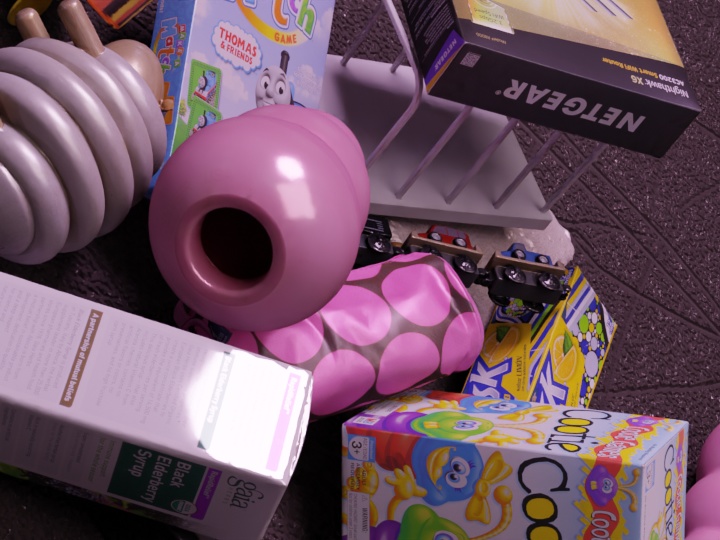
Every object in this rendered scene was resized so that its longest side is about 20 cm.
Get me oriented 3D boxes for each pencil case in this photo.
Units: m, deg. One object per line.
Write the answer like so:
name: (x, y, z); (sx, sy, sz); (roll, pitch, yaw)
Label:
pencil case: (-0.022, 0.044, 1.257); (0.199, 0.091, 0.094); (-13, 63, -33)

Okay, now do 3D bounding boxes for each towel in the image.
towel: (0.084, -0.025, 1.472); (0.133, 0.034, 0.200); (57, 42, -6)

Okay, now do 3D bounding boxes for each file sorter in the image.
file sorter: (0.066, -0.128, 1.397); (0.199, 0.125, 0.139); (4, 51, -36)

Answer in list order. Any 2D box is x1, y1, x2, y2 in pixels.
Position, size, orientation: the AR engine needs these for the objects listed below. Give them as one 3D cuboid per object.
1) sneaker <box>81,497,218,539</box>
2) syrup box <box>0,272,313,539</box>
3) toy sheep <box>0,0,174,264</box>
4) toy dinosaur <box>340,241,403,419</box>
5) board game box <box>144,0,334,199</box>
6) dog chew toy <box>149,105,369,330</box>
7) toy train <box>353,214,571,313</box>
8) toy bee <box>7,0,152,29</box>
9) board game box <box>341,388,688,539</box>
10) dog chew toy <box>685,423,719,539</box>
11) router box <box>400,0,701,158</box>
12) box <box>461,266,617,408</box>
sneaker: (-0.086, 0.165, 1.173); (0.201, 0.071, 0.083); (58, 40, -6)
syrup box: (-0.133, 0.079, 1.100); (0.199, 0.079, 0.082); (19, 52, -5)
toy sheep: (-0.188, -0.073, 1.149); (0.200, 0.138, 0.138); (-42, 102, -33)
toy dinosaur: (0.000, 0.000, 1.354); (0.106, 0.060, 0.202); (5, 67, -43)
board game box: (-0.080, -0.130, 1.287); (0.151, 0.036, 0.202); (24, 70, -54)
dog chew toy: (-0.049, -0.043, 1.182); (0.125, 0.124, 0.200); (56, 22, -8)
toy train: (0.057, -0.008, 1.350); (0.199, 0.034, 0.046); (12, 39, -24)
toy bee: (-0.172, -0.219, 1.254); (0.109, 0.130, 0.201); (45, 27, -55)
board game box: (0.098, 0.146, 1.243); (0.103, 0.198, 0.106); (-24, 116, -63)
dog chew toy: (0.304, 0.198, 1.526); (0.125, 0.124, 0.200); (51, 51, -14)
router box: (0.123, -0.170, 1.340); (0.199, 0.052, 0.158); (12, 46, -30)
box: (0.116, 0.095, 1.397); (0.070, 0.064, 0.201); (52, 47, -33)
